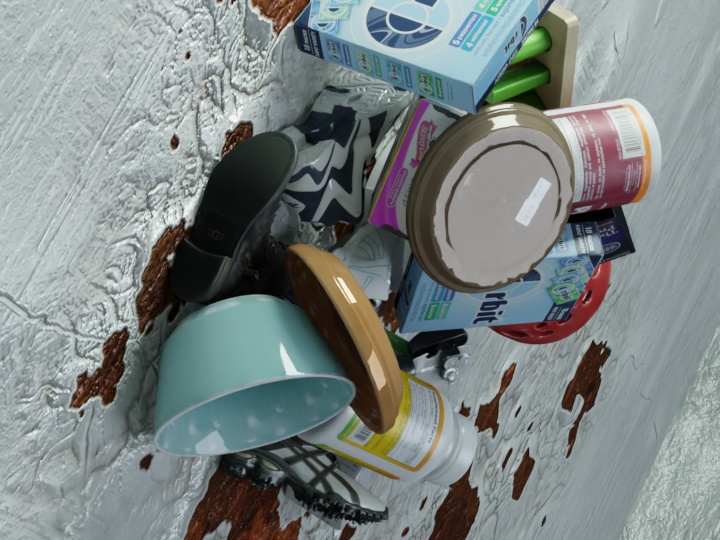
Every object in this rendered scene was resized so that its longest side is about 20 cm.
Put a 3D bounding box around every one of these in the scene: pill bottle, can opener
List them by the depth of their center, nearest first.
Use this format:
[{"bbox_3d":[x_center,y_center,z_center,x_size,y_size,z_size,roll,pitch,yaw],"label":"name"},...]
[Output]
[{"bbox_3d":[0.208,-0.114,1.683,0.198,0.114,0.115,-10,127,-18],"label":"pill bottle"},{"bbox_3d":[0.029,0.163,1.710,0.199,0.111,0.112,28,84,-34],"label":"pill bottle"},{"bbox_3d":[0.037,0.114,1.796,0.199,0.067,0.053,-14,134,-25],"label":"can opener"}]

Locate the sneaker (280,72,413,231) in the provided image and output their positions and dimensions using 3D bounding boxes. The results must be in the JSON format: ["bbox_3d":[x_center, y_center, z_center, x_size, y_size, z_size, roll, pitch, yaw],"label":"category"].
[{"bbox_3d":[-0.016,-0.114,1.638,0.199,0.079,0.130,-49,151,-38],"label":"sneaker"}]

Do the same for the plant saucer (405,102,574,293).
[{"bbox_3d":[0.136,-0.067,1.577,0.199,0.029,0.202,-13,117,-26],"label":"plant saucer"}]

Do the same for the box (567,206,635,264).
[{"bbox_3d":[0.207,-0.041,1.846,0.141,0.199,0.079,37,36,-67],"label":"box"}]

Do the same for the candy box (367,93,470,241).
[{"bbox_3d":[0.061,-0.115,1.650,0.200,0.061,0.137,-85,-162,-80],"label":"candy box"}]

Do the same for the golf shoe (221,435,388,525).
[{"bbox_3d":[-0.049,0.210,1.719,0.078,0.199,0.095,-32,-146,63],"label":"golf shoe"}]

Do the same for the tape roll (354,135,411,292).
[{"bbox_3d":[0.071,-0.070,1.865,0.202,0.070,0.204,-46,148,-40],"label":"tape roll"}]

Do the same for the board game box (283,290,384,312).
[{"bbox_3d":[-0.056,0.079,1.728,0.136,0.034,0.200,-60,159,17],"label":"board game box"}]

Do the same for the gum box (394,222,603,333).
[{"bbox_3d":[0.149,0.010,1.749,0.170,0.198,0.045,106,-23,-63],"label":"gum box"}]

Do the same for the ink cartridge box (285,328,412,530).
[{"bbox_3d":[-0.003,0.186,1.866,0.201,0.084,0.146,-56,169,-26],"label":"ink cartridge box"}]

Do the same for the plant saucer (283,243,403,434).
[{"bbox_3d":[-0.012,0.061,1.519,0.037,0.201,0.201,-27,143,-12],"label":"plant saucer"}]

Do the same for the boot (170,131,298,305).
[{"bbox_3d":[-0.101,-0.030,1.552,0.201,0.069,0.174,-57,156,1],"label":"boot"}]

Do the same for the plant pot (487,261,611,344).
[{"bbox_3d":[0.200,-0.016,2.034,0.182,0.199,0.202,20,92,-58],"label":"plant pot"}]

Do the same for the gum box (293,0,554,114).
[{"bbox_3d":[0.064,-0.253,1.539,0.170,0.199,0.045,-54,153,-27],"label":"gum box"}]

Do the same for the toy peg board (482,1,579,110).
[{"bbox_3d":[0.135,-0.222,1.760,0.097,0.199,0.201,-24,135,-27],"label":"toy peg board"}]

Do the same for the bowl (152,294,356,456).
[{"bbox_3d":[-0.113,0.094,1.514,0.201,0.200,0.106,37,32,-65],"label":"bowl"}]

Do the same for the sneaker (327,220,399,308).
[{"bbox_3d":[0.000,0.000,1.692,0.070,0.080,0.200,-35,-175,36],"label":"sneaker"}]
